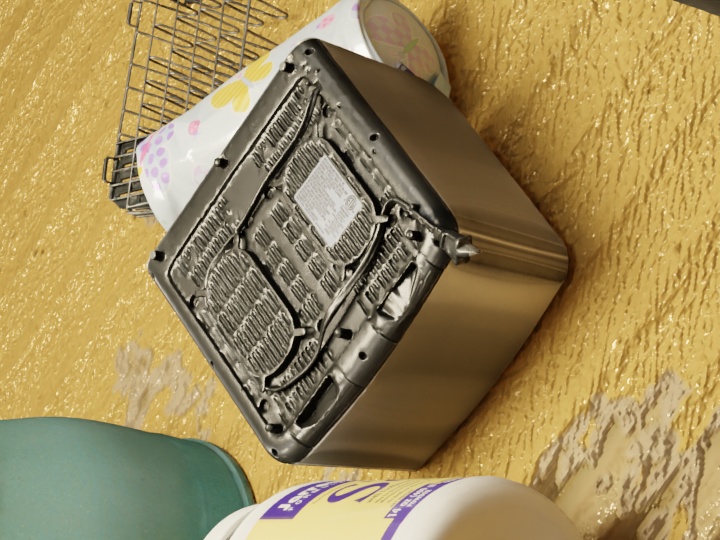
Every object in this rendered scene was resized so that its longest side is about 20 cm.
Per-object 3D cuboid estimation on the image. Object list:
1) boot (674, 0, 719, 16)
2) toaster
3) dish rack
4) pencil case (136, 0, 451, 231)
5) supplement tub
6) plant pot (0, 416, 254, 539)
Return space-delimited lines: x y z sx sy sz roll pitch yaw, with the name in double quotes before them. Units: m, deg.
"boot" 0.178 -0.130 1.330 0.072 0.199 0.183 -33 48 40
"toaster" 0.000 0.000 1.544 0.181 0.118 0.200 -55 50 23
"dish rack" -0.102 -0.131 1.830 0.153 0.054 0.201 -11 66 52
"pencil case" -0.040 -0.087 1.673 0.200 0.091 0.083 -31 34 28
"supplement tub" 0.012 0.180 1.440 0.200 0.145 0.146 -6 68 51
"plant pot" -0.194 0.176 1.679 0.200 0.187 0.201 -27 53 43
